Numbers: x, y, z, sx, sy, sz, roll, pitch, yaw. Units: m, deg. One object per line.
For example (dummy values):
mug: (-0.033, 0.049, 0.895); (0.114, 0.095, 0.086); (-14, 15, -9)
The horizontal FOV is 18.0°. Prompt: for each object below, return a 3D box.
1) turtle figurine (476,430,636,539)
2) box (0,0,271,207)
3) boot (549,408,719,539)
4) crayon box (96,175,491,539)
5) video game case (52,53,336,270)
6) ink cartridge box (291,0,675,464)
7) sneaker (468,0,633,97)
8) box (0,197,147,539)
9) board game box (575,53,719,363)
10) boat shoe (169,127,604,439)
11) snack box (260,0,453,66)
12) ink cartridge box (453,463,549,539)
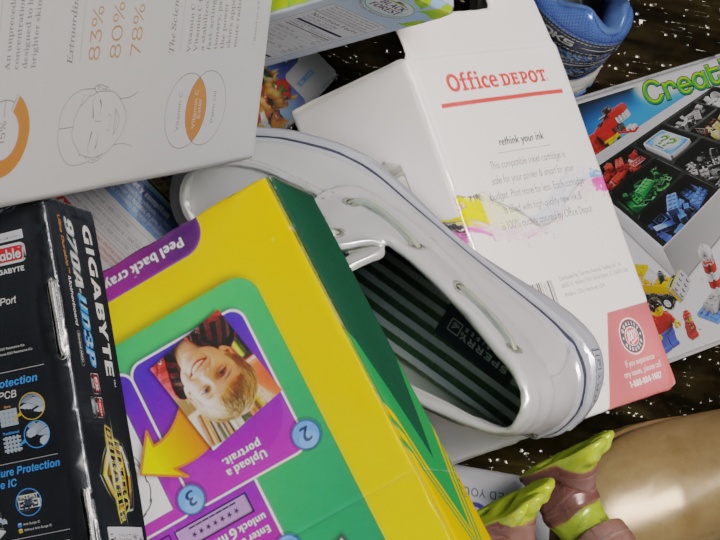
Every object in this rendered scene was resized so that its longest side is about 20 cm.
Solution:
turtle figurine: (0.111, 0.148, 0.892); (0.200, 0.064, 0.161); (-29, 90, -36)
box: (-0.120, -0.097, 0.790); (0.200, 0.097, 0.125); (-17, 117, -62)
boot: (0.191, 0.066, 0.936); (0.175, 0.200, 0.066); (-19, 83, -28)
crayon box: (-0.070, 0.091, 0.815); (0.200, 0.058, 0.173); (-30, 77, 11)
video game case: (-0.120, -0.066, 0.932); (0.143, 0.018, 0.200); (45, 64, -7)
ink cartridge box: (0.046, -0.027, 0.948); (0.116, 0.067, 0.200); (-11, 81, -53)
sneaker: (0.088, -0.179, 1.017); (0.077, 0.085, 0.200); (-6, 79, -25)
box: (-0.180, 0.073, 0.791); (0.200, 0.046, 0.159); (-13, 80, 13)
board game box: (0.178, -0.037, 1.050); (0.200, 0.035, 0.126); (-18, 85, -27)
boat shoe: (0.000, 0.000, 0.867); (0.067, 0.200, 0.074); (-9, 122, -62)
snack box: (-0.032, -0.186, 0.912); (0.053, 0.142, 0.200); (19, 65, -51)
ink cartridge box: (-0.021, 0.168, 0.905); (0.196, 0.043, 0.200); (11, 71, -22)
